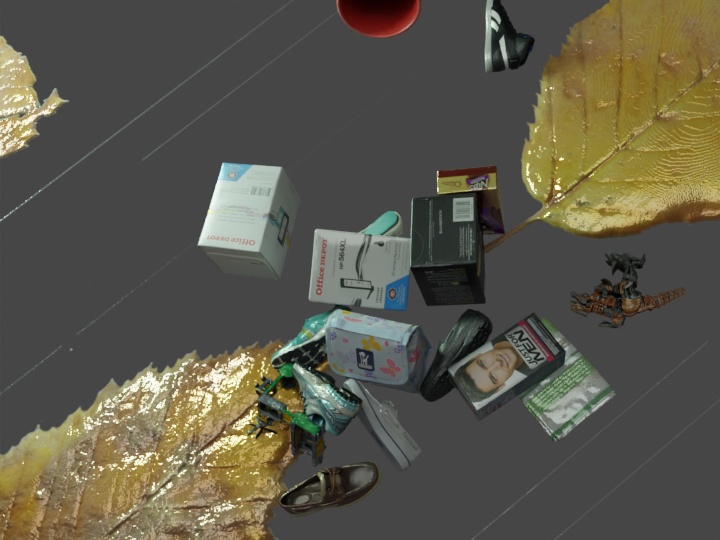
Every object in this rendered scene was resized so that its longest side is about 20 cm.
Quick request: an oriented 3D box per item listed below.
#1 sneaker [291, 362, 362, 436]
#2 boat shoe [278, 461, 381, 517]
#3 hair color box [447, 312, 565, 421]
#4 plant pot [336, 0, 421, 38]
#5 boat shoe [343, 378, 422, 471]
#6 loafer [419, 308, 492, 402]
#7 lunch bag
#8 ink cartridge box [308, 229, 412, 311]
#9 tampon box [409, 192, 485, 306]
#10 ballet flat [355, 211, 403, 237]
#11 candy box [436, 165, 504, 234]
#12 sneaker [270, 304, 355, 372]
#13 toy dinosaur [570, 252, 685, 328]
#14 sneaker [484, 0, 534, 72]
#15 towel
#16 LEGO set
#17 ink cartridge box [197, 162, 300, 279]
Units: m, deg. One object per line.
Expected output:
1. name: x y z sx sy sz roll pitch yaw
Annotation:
1. sneaker: -0.082 0.236 1.518 0.199 0.077 0.087 29 92 54
2. boat shoe: -0.059 0.406 1.538 0.198 0.072 0.073 -18 63 6
3. hair color box: 0.271 0.178 1.528 0.199 0.061 0.099 -32 60 -7
4. plant pot: 0.049 -0.688 1.952 0.198 0.201 0.179 -3 57 13
5. boat shoe: 0.042 0.279 1.547 0.065 0.073 0.201 -35 97 -19
6. loafer: 0.177 0.164 1.596 0.070 0.068 0.201 30 80 46
7. lunch bag: 0.031 0.152 1.559 0.167 0.200 0.129 10 68 18
8. ink cartridge box: 0.000 0.000 1.653 0.197 0.084 0.148 5 90 1
9. tampon box: 0.175 -0.036 1.606 0.125 0.200 0.152 -3 67 13
10. ballet flat: 0.008 -0.049 1.732 0.199 0.069 0.070 -32 62 3
11. candy box: 0.223 -0.134 1.638 0.115 0.200 0.057 -3 65 13
12. sneaker: -0.097 0.140 1.682 0.199 0.078 0.080 -32 43 -7
13. toy dinosaur: 0.502 0.041 1.564 0.197 0.102 0.138 1 81 -5
14. sneaker: 0.341 -0.543 1.872 0.110 0.073 0.203 1 74 11
15. towel: 0.360 0.205 1.550 0.149 0.031 0.200 -36 60 -6
16. LEGO set: -0.113 0.288 1.607 0.198 0.117 0.154 18 42 17
17. ink cartridge box: -0.235 -0.105 1.775 0.145 0.146 0.202 6 68 17
